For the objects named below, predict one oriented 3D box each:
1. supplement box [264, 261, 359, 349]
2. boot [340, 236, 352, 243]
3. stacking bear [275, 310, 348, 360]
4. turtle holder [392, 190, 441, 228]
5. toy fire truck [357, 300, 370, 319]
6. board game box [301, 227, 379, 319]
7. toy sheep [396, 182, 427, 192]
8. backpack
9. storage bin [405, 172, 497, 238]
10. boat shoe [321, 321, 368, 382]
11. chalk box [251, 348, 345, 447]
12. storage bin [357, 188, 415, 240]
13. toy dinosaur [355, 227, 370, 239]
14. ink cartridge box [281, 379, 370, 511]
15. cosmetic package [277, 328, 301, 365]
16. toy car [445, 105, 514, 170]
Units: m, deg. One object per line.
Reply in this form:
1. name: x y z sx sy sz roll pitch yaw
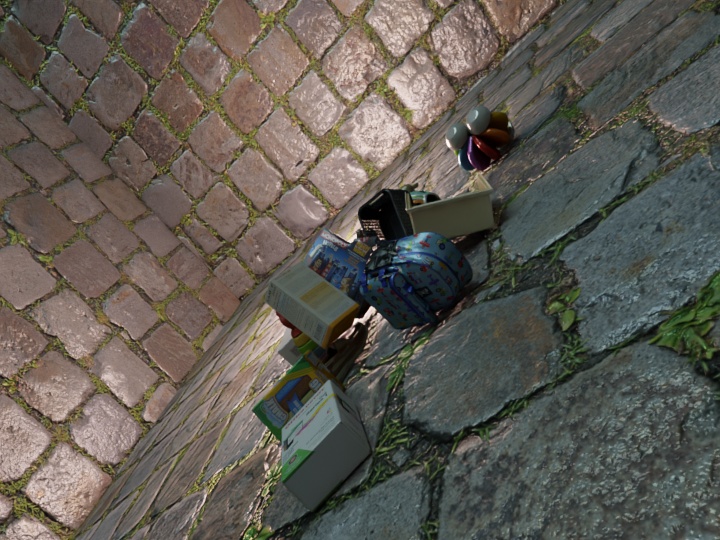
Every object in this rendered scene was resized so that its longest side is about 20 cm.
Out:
1. supplement box: -0.117 0.080 1.292 0.125 0.198 0.075 -33 -28 -50
2. boot: -0.018 -0.076 1.724 0.068 0.128 0.202 -56 -16 -30
3. stacking bear: -0.131 0.156 1.383 0.120 0.200 0.115 -34 15 33
4. turtle holder: 0.183 -0.156 1.538 0.131 0.182 0.145 -32 50 44
5. toy fire truck: -0.044 0.082 1.511 0.130 0.174 0.200 -54 -25 -6
6. board game box: -0.040 -0.016 1.398 0.203 0.197 0.062 -56 -25 -6
7. toy sheep: 0.151 -0.198 1.727 0.139 0.135 0.203 -51 -29 -28
8. backpack: 0.120 0.019 1.089 0.197 0.183 0.137 -14 38 44
9. storage bin: 0.212 -0.151 1.288 0.194 0.096 0.199 -13 20 9
10. boat shoe: -0.046 0.194 1.287 0.075 0.072 0.202 -29 21 49
11. chalk box: -0.143 0.289 1.142 0.200 0.124 0.125 -45 -1 0
12. storage bin: 0.090 -0.104 1.442 0.092 0.205 0.134 -4 -22 -46
13. toy dinosaur: 0.005 -0.029 1.564 0.099 0.202 0.079 -16 53 2
14. ink cartridge box: -0.071 0.310 0.982 0.145 0.084 0.200 -45 12 0
15. cosmetic package: -0.186 0.202 1.689 0.113 0.081 0.201 -44 14 12
16. toy car: 0.363 -0.378 1.608 0.198 0.171 0.155 -30 55 47
